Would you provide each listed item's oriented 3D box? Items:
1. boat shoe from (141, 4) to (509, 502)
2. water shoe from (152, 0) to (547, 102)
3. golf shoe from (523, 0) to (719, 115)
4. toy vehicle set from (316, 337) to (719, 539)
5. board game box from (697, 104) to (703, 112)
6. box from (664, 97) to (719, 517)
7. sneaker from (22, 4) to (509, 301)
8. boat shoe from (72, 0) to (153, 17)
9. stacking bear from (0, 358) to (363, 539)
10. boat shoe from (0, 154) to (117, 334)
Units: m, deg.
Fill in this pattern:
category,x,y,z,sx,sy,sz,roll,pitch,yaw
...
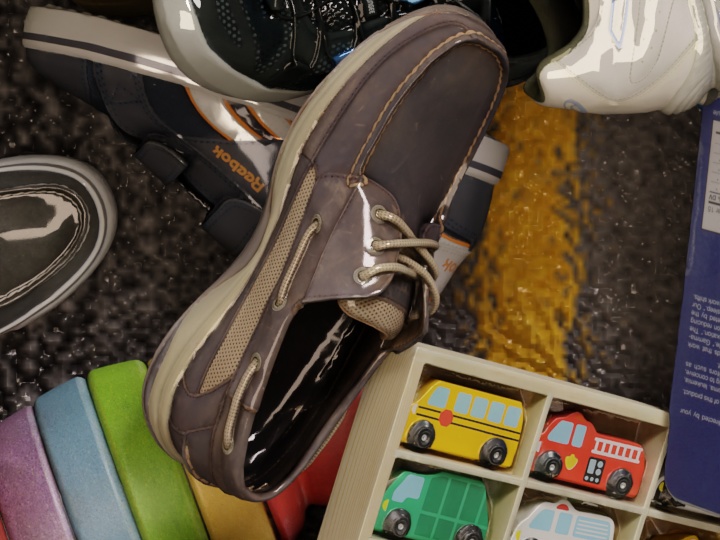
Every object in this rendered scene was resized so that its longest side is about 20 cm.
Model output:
category,x,y,z,sx,sy,sz,roll,pitch,yaw
boat shoe,0.000,0.000,1.052,0.074,0.073,0.201,19,107,-44
water shoe,0.008,-0.106,1.081,0.079,0.200,0.072,-19,80,40
golf shoe,0.080,-0.152,1.056,0.097,0.078,0.201,-11,76,-14
toy vehicle set,0.074,0.106,1.124,0.199,0.026,0.125,15,92,-35
board game box,0.215,-0.118,1.134,0.195,0.056,0.200,-32,95,6
box,0.175,0.002,1.076,0.121,0.032,0.201,17,106,44
sneaker,-0.046,-0.044,1.145,0.199,0.078,0.080,18,93,-2
boat shoe,-0.023,-0.154,1.136,0.200,0.073,0.063,-14,72,11
stacking bear,-0.067,0.077,1.151,0.199,0.122,0.114,-20,113,-3
boat shoe,-0.193,0.011,1.169,0.199,0.057,0.069,-22,96,6
